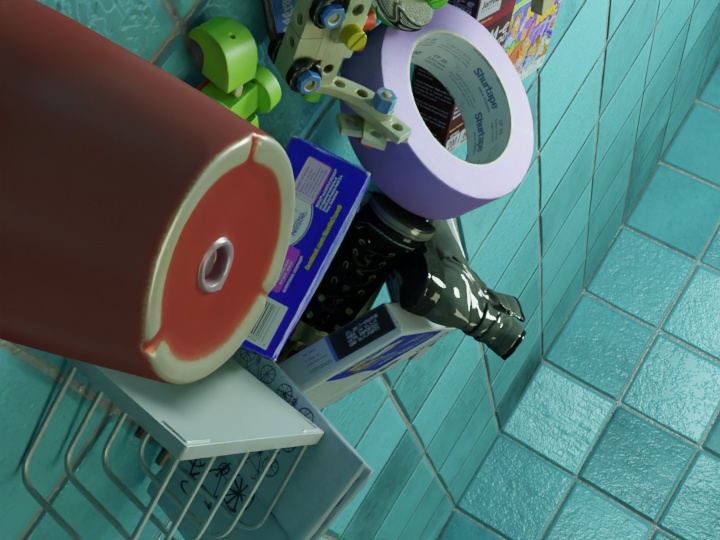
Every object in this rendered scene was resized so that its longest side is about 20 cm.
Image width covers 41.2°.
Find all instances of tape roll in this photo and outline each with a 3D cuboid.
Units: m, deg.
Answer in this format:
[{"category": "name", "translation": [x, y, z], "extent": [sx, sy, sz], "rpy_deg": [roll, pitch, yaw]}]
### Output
[{"category": "tape roll", "translation": [0.076, -0.153, 0.920], "extent": [0.065, 0.201, 0.200], "rpy_deg": [-22, -165, 48]}]

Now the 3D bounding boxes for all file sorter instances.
[{"category": "file sorter", "translation": [-0.157, 0.153, 0.812], "extent": [0.125, 0.138, 0.200], "rpy_deg": [-61, 153, 10]}]

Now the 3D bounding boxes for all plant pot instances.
[{"category": "plant pot", "translation": [-0.146, -0.034, 0.536], "extent": [0.201, 0.176, 0.201], "rpy_deg": [-53, 155, -37]}]

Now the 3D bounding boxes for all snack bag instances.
[{"category": "snack bag", "translation": [-0.107, 0.196, 0.902], "extent": [0.200, 0.189, 0.021], "rpy_deg": [-52, 151, 10]}]

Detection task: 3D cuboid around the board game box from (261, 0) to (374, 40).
[{"category": "board game box", "translation": [-0.035, -0.263, 0.712], "extent": [0.103, 0.019, 0.200], "rpy_deg": [-32, 151, -16]}]

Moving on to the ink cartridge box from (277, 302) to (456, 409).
[{"category": "ink cartridge box", "translation": [-0.012, 0.096, 1.028], "extent": [0.197, 0.047, 0.200], "rpy_deg": [-33, 169, 17]}]

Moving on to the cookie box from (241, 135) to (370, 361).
[{"category": "cookie box", "translation": [-0.062, -0.018, 0.844], "extent": [0.172, 0.075, 0.200], "rpy_deg": [-62, -179, 0]}]

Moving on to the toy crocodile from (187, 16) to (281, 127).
[{"category": "toy crocodile", "translation": [-0.105, -0.106, 0.754], "extent": [0.068, 0.062, 0.201], "rpy_deg": [-49, 161, -30]}]

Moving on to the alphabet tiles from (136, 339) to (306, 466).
[{"category": "alphabet tiles", "translation": [-0.146, 0.134, 0.991], "extent": [0.168, 0.008, 0.200], "rpy_deg": [-55, 156, 5]}]

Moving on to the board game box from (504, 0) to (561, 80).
[{"category": "board game box", "translation": [0.189, -0.298, 1.213], "extent": [0.200, 0.045, 0.135], "rpy_deg": [-40, 151, -44]}]

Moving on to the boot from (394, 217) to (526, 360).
[{"category": "boot", "translation": [0.105, 0.011, 1.001], "extent": [0.068, 0.130, 0.200], "rpy_deg": [-53, -162, 28]}]

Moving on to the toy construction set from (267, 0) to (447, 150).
[{"category": "toy construction set", "translation": [0.005, -0.191, 0.755], "extent": [0.130, 0.092, 0.201], "rpy_deg": [-12, 131, -34]}]

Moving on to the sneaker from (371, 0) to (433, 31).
[{"category": "sneaker", "translation": [0.039, -0.282, 0.790], "extent": [0.078, 0.085, 0.201], "rpy_deg": [-46, 147, -27]}]

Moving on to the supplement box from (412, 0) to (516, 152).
[{"category": "supplement box", "translation": [0.114, -0.239, 1.090], "extent": [0.109, 0.061, 0.201], "rpy_deg": [-40, 150, -44]}]

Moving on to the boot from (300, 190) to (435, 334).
[{"category": "boot", "translation": [0.001, 0.001, 0.962], "extent": [0.154, 0.073, 0.204], "rpy_deg": [-59, -172, 3]}]

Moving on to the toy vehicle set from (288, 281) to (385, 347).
[{"category": "toy vehicle set", "translation": [-0.035, 0.041, 1.143], "extent": [0.125, 0.026, 0.200], "rpy_deg": [-61, 160, 1]}]

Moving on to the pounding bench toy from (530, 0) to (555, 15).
[{"category": "pounding bench toy", "translation": [0.135, -0.320, 0.898], "extent": [0.200, 0.155, 0.125], "rpy_deg": [-51, 158, -24]}]

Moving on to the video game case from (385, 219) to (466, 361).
[{"category": "video game case", "translation": [0.077, 0.010, 1.147], "extent": [0.017, 0.144, 0.200], "rpy_deg": [-9, 159, -21]}]
